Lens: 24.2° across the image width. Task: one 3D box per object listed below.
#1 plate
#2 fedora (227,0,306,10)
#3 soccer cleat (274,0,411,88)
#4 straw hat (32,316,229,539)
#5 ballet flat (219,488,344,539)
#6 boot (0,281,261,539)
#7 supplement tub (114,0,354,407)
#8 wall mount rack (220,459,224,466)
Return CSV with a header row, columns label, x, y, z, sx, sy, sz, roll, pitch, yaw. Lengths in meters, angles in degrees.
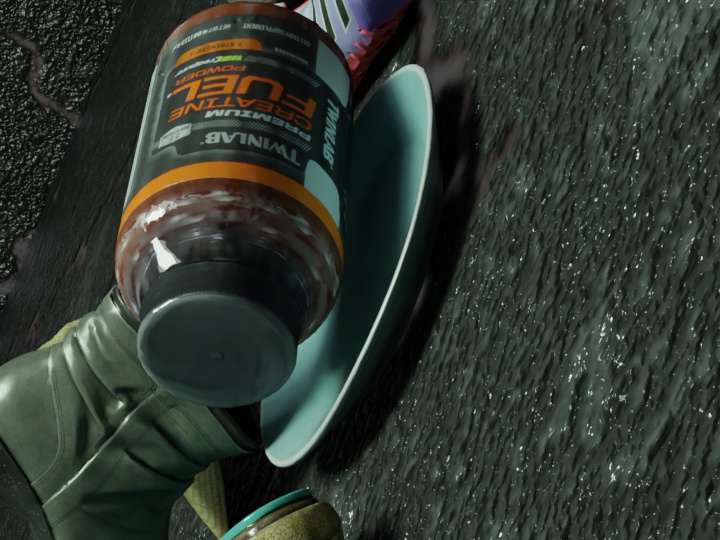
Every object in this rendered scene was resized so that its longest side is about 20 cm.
label,x,y,z,sx,sy,sz,roll,pitch,yaw
plate,0.000,0.000,0.802,0.200,0.025,0.201,-160,90,-75
fedora,-0.037,-0.225,1.023,0.177,0.090,0.200,-23,-22,-51
soccer cleat,-0.009,-0.134,0.961,0.200,0.066,0.077,-22,81,64
straw hat,-0.141,0.067,0.928,0.201,0.085,0.202,165,90,-77
ballet flat,-0.051,0.149,0.735,0.200,0.070,0.071,137,149,-61
boot,-0.101,0.109,0.833,0.130,0.200,0.068,-28,18,20
supplement tub,-0.058,-0.032,0.795,0.201,0.106,0.107,-88,22,-47
wall mount rack,-0.080,0.011,0.983,0.200,0.074,0.175,-121,15,-78
